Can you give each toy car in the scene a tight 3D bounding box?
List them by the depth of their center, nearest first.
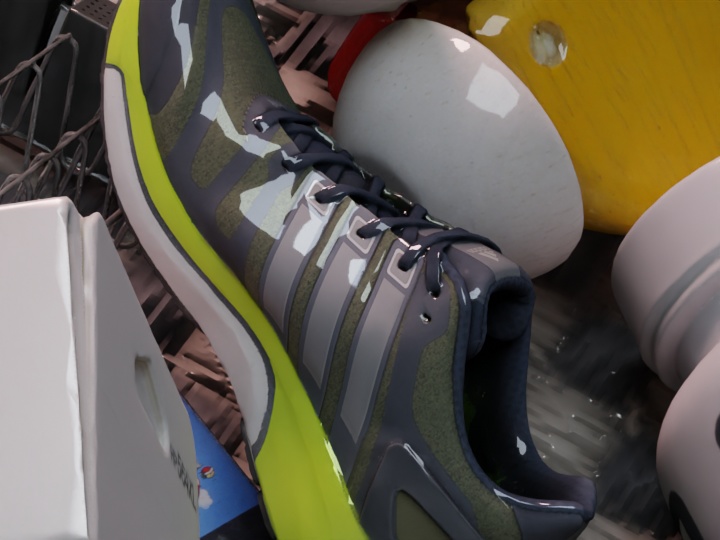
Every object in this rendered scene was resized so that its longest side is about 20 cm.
[{"bbox_3d":[0.034,-0.102,0.789,0.175,0.150,0.200,-36,109,-25],"label":"toy car"}]

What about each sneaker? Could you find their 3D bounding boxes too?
[{"bbox_3d":[0.000,0.000,0.701,0.200,0.081,0.074,65,26,2],"label":"sneaker"}]

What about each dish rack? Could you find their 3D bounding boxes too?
[{"bbox_3d":[-0.122,-0.036,0.734,0.153,0.055,0.200,27,30,10],"label":"dish rack"}]

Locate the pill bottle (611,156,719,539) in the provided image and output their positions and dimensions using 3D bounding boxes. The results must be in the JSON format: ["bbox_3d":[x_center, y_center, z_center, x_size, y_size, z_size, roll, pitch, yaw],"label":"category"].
[{"bbox_3d":[0.149,0.063,0.720,0.120,0.120,0.200,-13,58,-20],"label":"pill bottle"}]

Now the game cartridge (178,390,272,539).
[{"bbox_3d":[-0.090,0.079,0.717,0.130,0.038,0.200,-30,65,-24],"label":"game cartridge"}]

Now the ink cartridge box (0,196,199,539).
[{"bbox_3d":[-0.144,0.061,0.613,0.200,0.146,0.084,-7,65,4],"label":"ink cartridge box"}]
